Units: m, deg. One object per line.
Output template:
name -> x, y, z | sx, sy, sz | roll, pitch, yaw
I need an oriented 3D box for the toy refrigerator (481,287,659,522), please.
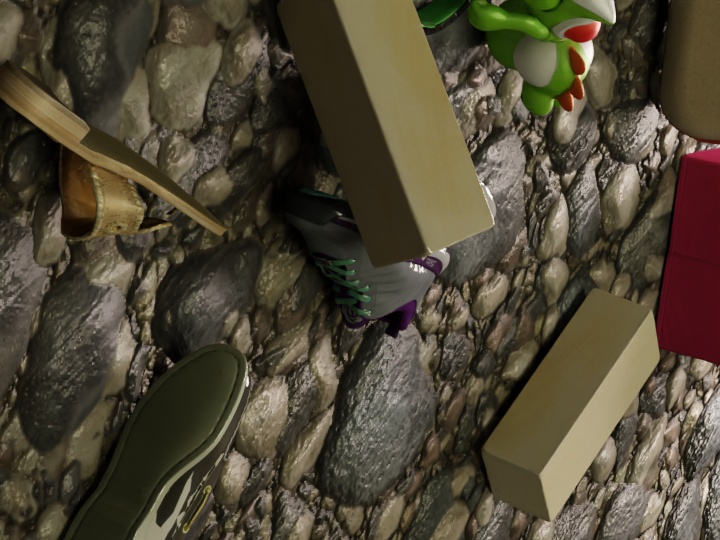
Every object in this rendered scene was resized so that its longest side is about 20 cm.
toy refrigerator -> 0.187, 0.117, 1.993 | 0.200, 0.070, 0.076 | -52, 147, -26

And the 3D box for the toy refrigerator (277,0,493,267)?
toy refrigerator -> 0.020, -0.111, 1.582 | 0.070, 0.076, 0.201 | -23, 94, -32

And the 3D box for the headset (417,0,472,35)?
headset -> 0.079, -0.268, 1.665 | 0.123, 0.094, 0.201 | -10, 123, -52

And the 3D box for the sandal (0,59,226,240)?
sandal -> -0.178, -0.055, 1.437 | 0.070, 0.078, 0.212 | -50, 137, 2

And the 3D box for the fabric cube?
fabric cube -> 0.428, -0.005, 2.158 | 0.196, 0.198, 0.202 | -11, 113, -53

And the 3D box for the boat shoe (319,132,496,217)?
boat shoe -> 0.035, -0.070, 1.706 | 0.066, 0.072, 0.200 | -60, 142, -11

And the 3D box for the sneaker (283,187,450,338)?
sneaker -> 0.000, 0.000, 1.686 | 0.200, 0.074, 0.088 | 23, 90, -55

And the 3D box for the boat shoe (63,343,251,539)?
boat shoe -> -0.137, 0.145, 1.562 | 0.202, 0.071, 0.061 | -56, 146, -12

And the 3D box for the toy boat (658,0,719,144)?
toy boat -> 0.346, -0.220, 2.052 | 0.131, 0.129, 0.202 | -62, 159, -73

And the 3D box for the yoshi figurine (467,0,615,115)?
yoshi figurine -> 0.139, -0.213, 1.746 | 0.201, 0.111, 0.113 | 95, 0, -48
